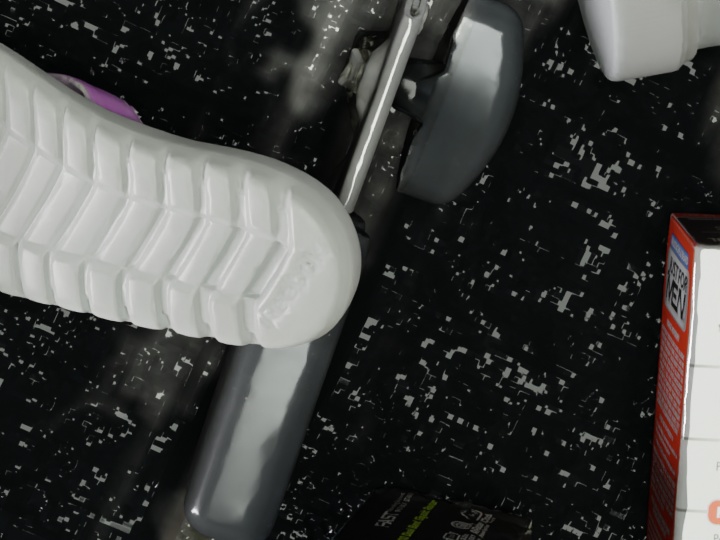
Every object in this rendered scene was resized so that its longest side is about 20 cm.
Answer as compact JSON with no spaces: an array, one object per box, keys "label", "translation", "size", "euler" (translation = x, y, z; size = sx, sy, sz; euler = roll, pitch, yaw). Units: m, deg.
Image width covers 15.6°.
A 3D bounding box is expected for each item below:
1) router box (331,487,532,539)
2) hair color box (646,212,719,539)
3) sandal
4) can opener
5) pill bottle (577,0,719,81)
[{"label":"router box","translation":[0.000,0.186,0.867],"size":[0.062,0.150,0.201],"euler":[13,100,10]},{"label":"hair color box","translation":[0.157,0.085,0.905],"size":[0.110,0.064,0.202],"euler":[3,103,-3]},{"label":"sandal","translation":[-0.091,-0.029,0.862],"size":[0.202,0.050,0.083],"euler":[24,117,12]},{"label":"can opener","translation":[0.000,0.000,0.884],"size":[0.066,0.053,0.201],"euler":[18,101,-6]},{"label":"pill bottle","translation":[0.167,-0.126,0.838],"size":[0.199,0.116,0.117],"euler":[-12,102,-2]}]
